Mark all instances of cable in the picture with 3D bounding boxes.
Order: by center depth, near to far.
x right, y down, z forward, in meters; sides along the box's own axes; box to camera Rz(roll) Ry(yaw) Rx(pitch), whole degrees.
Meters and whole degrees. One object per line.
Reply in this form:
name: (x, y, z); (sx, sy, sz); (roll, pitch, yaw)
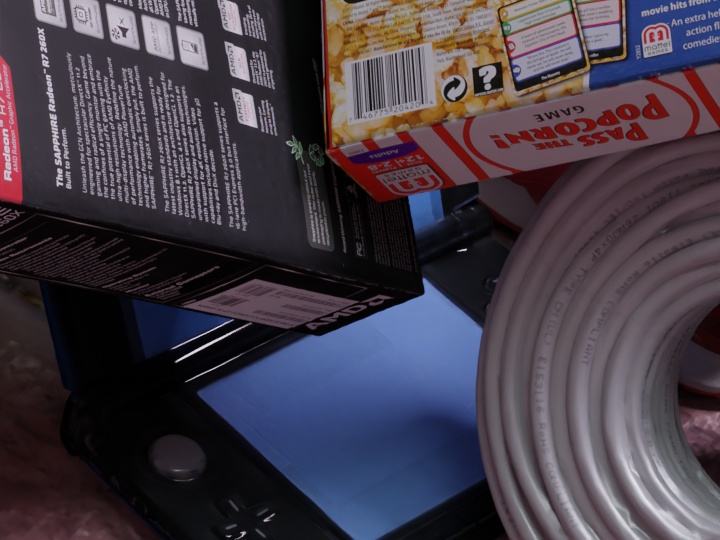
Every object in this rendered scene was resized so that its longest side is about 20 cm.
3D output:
cable: (0.134, 0.040, 0.864); (0.200, 0.200, 0.069); (43, 19, 18)

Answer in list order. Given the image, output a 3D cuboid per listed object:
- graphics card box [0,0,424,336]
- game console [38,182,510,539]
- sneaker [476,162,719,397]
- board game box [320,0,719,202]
graphics card box: (-0.066, -0.056, 0.832); (0.200, 0.051, 0.126); (11, 62, -50)
game console: (0.000, 0.000, 0.931); (0.200, 0.119, 0.171); (-26, 54, -38)
sneaker: (0.101, -0.057, 1.030); (0.078, 0.116, 0.200); (-23, 54, -38)
board game box: (0.061, -0.134, 0.861); (0.151, 0.046, 0.201); (-11, 67, 20)
